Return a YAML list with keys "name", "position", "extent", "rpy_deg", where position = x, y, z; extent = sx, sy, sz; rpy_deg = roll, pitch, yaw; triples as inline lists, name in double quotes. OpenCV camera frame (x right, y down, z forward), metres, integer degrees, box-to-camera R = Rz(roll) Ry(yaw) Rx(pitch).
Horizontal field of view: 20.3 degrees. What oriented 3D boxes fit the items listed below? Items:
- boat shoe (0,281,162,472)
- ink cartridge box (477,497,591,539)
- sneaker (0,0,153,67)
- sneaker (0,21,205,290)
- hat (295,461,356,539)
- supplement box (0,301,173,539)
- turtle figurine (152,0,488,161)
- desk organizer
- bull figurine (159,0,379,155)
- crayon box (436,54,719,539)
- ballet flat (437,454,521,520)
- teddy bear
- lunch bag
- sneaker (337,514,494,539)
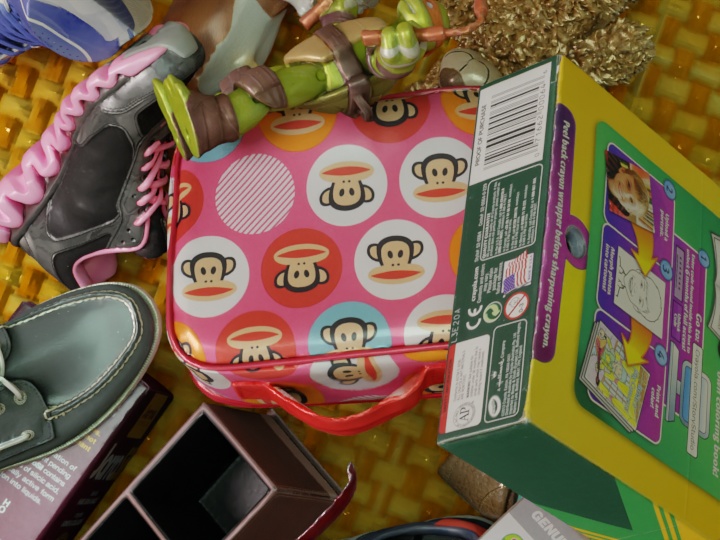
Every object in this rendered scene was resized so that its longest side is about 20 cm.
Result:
- name: "boat shoe"
  position: [-0.191, 0.069, 1.024]
  extent: [0.200, 0.062, 0.073]
  rpy_deg: [-30, 83, -1]
- name: "ink cartridge box"
  position: [0.098, 0.239, 0.994]
  extent: [0.176, 0.084, 0.200]
  rpy_deg: [-44, 63, 3]
- name: "sneaker"
  position: [-0.189, -0.146, 1.119]
  extent: [0.115, 0.199, 0.081]
  rpy_deg: [-45, 121, 10]
- name: "sneaker"
  position: [-0.130, -0.055, 1.105]
  extent: [0.095, 0.200, 0.079]
  rpy_deg: [46, 43, 0]
- name: "hat"
  position: [-0.088, 0.209, 1.047]
  extent: [0.176, 0.200, 0.166]
  rpy_deg: [-41, 116, -31]
- name: "supplement box"
  position: [-0.198, 0.123, 1.106]
  extent: [0.086, 0.110, 0.200]
  rpy_deg: [35, 87, 5]
- name: "turtle figurine"
  position: [-0.020, -0.103, 1.010]
  extent: [0.161, 0.200, 0.064]
  rpy_deg: [-23, 111, -9]
- name: "desk organizer"
  position: [-0.109, 0.166, 1.083]
  extent: [0.200, 0.077, 0.072]
  rpy_deg: [-48, 64, 11]
- name: "bull figurine"
  position: [-0.067, -0.146, 1.144]
  extent: [0.121, 0.065, 0.200]
  rpy_deg: [30, 94, 38]
- name: "crayon box"
  position: [0.121, 0.026, 0.974]
  extent: [0.058, 0.173, 0.200]
  rpy_deg: [-19, 49, 38]
- name: "ballet flat"
  position: [0.094, 0.041, 1.134]
  extent: [0.072, 0.068, 0.200]
  rpy_deg: [20, 89, 21]
- name: "teddy bear"
  position: [0.101, -0.149, 1.145]
  extent: [0.200, 0.067, 0.145]
  rpy_deg: [-37, 81, -3]
- name: "lunch bag"
  position: [0.000, 0.000, 1.038]
  extent: [0.200, 0.082, 0.176]
  rpy_deg: [-3, 65, 8]
- name: "sneaker"
  position: [-0.012, 0.181, 1.105]
  extent: [0.200, 0.085, 0.075]
  rpy_deg: [-21, 84, 0]
